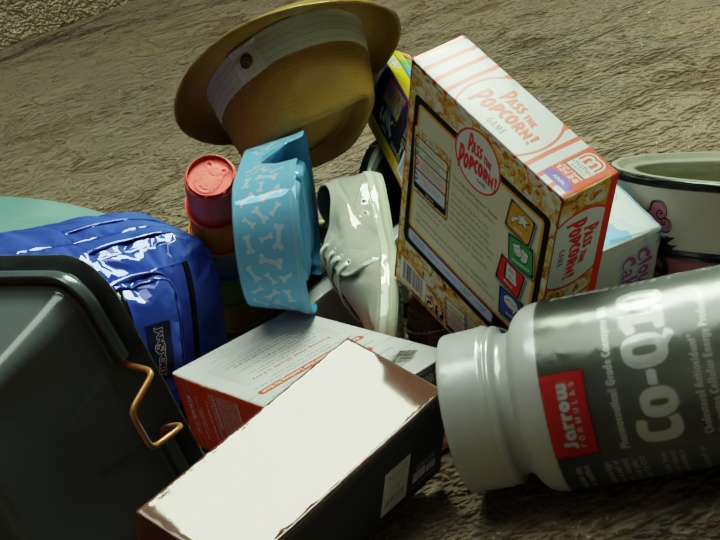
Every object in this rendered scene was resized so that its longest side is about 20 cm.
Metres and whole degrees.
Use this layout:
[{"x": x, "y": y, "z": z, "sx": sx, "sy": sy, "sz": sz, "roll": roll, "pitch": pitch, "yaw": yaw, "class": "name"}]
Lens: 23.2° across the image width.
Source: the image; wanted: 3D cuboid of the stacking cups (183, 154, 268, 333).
[{"x": -0.110, "y": -0.018, "z": 1.376, "sx": 0.060, "sy": 0.200, "sz": 0.061, "roll": -1, "pitch": 63, "yaw": 3, "class": "stacking cups"}]

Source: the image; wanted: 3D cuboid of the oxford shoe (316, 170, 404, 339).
[{"x": 0.000, "y": 0.000, "z": 1.293, "sx": 0.057, "sy": 0.075, "sz": 0.201, "roll": -5, "pitch": 41, "yaw": -6, "class": "oxford shoe"}]

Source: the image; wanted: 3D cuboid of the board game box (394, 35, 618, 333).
[{"x": 0.087, "y": -0.026, "z": 1.128, "sx": 0.046, "sy": 0.201, "sz": 0.152, "roll": -26, "pitch": 54, "yaw": -25, "class": "board game box"}]

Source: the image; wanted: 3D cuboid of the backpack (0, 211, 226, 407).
[{"x": -0.195, "y": 0.050, "z": 1.309, "sx": 0.199, "sy": 0.163, "sz": 0.168, "roll": -15, "pitch": 24, "yaw": -35, "class": "backpack"}]

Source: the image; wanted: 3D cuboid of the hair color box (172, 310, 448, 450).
[{"x": -0.030, "y": 0.089, "z": 1.194, "sx": 0.111, "sy": 0.064, "sz": 0.200, "roll": -28, "pitch": 20, "yaw": -28, "class": "hair color box"}]

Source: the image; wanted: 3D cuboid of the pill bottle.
[{"x": 0.151, "y": 0.066, "z": 1.023, "sx": 0.199, "sy": 0.114, "sz": 0.114, "roll": -12, "pitch": 20, "yaw": 14, "class": "pill bottle"}]

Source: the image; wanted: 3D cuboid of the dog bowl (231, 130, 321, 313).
[{"x": -0.061, "y": -0.036, "z": 1.300, "sx": 0.049, "sy": 0.112, "sz": 0.200, "roll": -6, "pitch": 17, "yaw": 4, "class": "dog bowl"}]

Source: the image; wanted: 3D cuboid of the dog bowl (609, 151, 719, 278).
[{"x": 0.268, "y": -0.035, "z": 1.191, "sx": 0.199, "sy": 0.074, "sz": 0.200, "roll": 1, "pitch": 11, "yaw": 0, "class": "dog bowl"}]

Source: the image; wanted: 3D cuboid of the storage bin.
[{"x": -0.197, "y": 0.111, "z": 1.104, "sx": 0.145, "sy": 0.201, "sz": 0.134, "roll": 0, "pitch": 36, "yaw": 40, "class": "storage bin"}]

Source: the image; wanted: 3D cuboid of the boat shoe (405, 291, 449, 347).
[{"x": 0.103, "y": 0.001, "z": 1.304, "sx": 0.074, "sy": 0.075, "sz": 0.202, "roll": -2, "pitch": 24, "yaw": 37, "class": "boat shoe"}]

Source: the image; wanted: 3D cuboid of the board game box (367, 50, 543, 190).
[{"x": 0.096, "y": -0.106, "z": 1.454, "sx": 0.165, "sy": 0.057, "sz": 0.200, "roll": 14, "pitch": 24, "yaw": -21, "class": "board game box"}]

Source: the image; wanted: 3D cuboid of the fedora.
[{"x": -0.049, "y": -0.135, "z": 1.399, "sx": 0.200, "sy": 0.082, "sz": 0.201, "roll": -20, "pitch": -22, "yaw": -8, "class": "fedora"}]

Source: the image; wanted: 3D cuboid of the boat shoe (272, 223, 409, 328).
[{"x": 0.013, "y": 0.004, "z": 1.397, "sx": 0.200, "sy": 0.070, "sz": 0.066, "roll": -36, "pitch": 27, "yaw": -26, "class": "boat shoe"}]

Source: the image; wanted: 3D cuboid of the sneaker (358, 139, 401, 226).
[{"x": 0.067, "y": -0.071, "z": 1.490, "sx": 0.115, "sy": 0.075, "sz": 0.200, "roll": 13, "pitch": 18, "yaw": 12, "class": "sneaker"}]

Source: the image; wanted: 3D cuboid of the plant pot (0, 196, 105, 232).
[{"x": -0.318, "y": 0.015, "z": 1.543, "sx": 0.199, "sy": 0.142, "sz": 0.141, "roll": -6, "pitch": 21, "yaw": 9, "class": "plant pot"}]

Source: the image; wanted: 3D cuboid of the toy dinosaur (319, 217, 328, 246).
[{"x": -0.008, "y": -0.030, "z": 1.513, "sx": 0.101, "sy": 0.058, "sz": 0.200, "roll": -28, "pitch": 22, "yaw": -33, "class": "toy dinosaur"}]

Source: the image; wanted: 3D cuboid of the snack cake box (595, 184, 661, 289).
[{"x": 0.116, "y": -0.037, "z": 1.210, "sx": 0.067, "sy": 0.115, "sz": 0.200, "roll": -22, "pitch": 49, "yaw": -23, "class": "snack cake box"}]

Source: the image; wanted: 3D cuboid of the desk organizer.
[{"x": -0.037, "y": 0.128, "z": 1.025, "sx": 0.077, "sy": 0.072, "sz": 0.200, "roll": 27, "pitch": 44, "yaw": 26, "class": "desk organizer"}]
